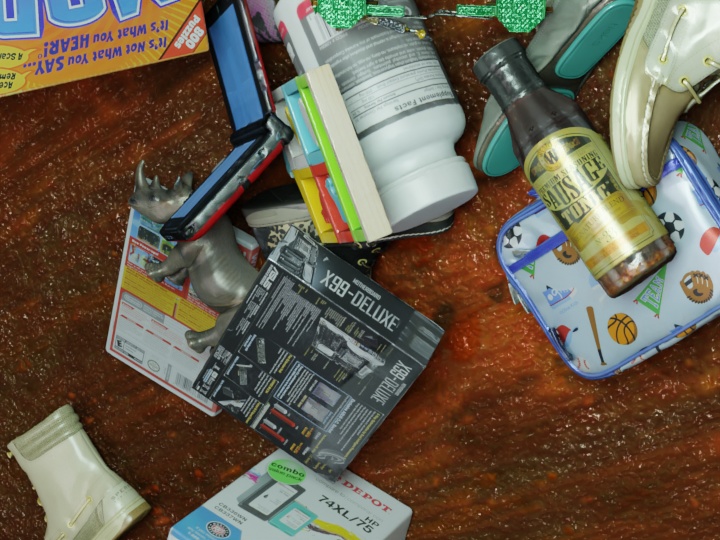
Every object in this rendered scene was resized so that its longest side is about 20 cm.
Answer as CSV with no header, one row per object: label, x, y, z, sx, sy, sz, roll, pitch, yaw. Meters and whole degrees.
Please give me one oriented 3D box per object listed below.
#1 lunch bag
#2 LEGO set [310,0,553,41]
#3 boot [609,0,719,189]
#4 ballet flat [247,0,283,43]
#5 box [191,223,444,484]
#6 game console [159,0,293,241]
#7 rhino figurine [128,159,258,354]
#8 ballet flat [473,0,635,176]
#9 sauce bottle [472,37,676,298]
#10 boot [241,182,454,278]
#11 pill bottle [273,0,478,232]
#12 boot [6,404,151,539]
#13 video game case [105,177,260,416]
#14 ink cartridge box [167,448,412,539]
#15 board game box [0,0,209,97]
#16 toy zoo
lunch bag,0.203,-0.016,1.173,0.199,0.075,0.161,-34,87,37
LEGO set,0.057,-0.249,1.131,0.198,0.116,0.155,-5,106,7
boot,0.261,-0.145,1.045,0.153,0.072,0.202,12,83,25
ballet flat,-0.068,-0.282,1.252,0.070,0.069,0.202,11,121,9
box,-0.041,0.077,1.300,0.157,0.050,0.200,34,135,0
game console,-0.133,-0.123,1.258,0.119,0.173,0.200,44,172,-10
rhino figurine,-0.148,-0.014,1.389,0.087,0.060,0.201,-30,91,19
ballet flat,0.144,-0.160,1.168,0.200,0.067,0.064,-53,51,36
sauce bottle,0.151,-0.077,1.107,0.066,0.066,0.201,-43,78,38
boot,0.000,0.000,1.314,0.198,0.073,0.152,-2,114,25
pill bottle,0.017,-0.137,1.199,0.110,0.110,0.201,-29,81,38
boot,-0.330,0.248,1.635,0.156,0.073,0.200,52,126,4
video game case,-0.176,0.028,1.475,0.142,0.017,0.201,29,123,21
ink cartridge box,-0.074,0.282,1.400,0.146,0.200,0.147,28,121,20
board game box,-0.264,-0.267,1.248,0.200,0.198,0.202,27,130,62
toy zoo,-0.030,-0.086,1.180,0.200,0.020,0.132,-179,68,-77
